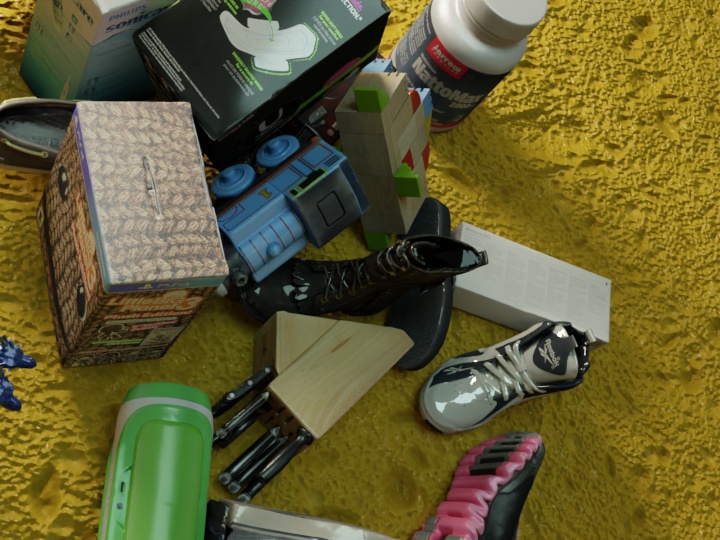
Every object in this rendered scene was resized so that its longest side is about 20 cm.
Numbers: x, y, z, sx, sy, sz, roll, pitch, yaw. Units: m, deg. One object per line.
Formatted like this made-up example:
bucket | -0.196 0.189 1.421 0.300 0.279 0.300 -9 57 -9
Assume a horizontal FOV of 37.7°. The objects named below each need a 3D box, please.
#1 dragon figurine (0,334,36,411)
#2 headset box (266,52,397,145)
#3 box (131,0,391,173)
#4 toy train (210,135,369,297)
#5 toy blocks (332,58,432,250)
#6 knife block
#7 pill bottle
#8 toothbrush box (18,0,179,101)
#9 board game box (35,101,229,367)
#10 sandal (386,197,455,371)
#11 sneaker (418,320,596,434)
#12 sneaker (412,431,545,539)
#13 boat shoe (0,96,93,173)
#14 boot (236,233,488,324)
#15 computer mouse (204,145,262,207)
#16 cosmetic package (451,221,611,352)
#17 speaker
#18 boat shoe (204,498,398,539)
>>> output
dragon figurine | -0.356 0.052 0.858 0.200 0.099 0.059 34 55 -9
headset box | -0.083 -0.226 1.147 0.200 0.075 0.149 42 56 -4
box | -0.091 -0.209 0.990 0.200 0.149 0.124 -37 88 -7
toy train | -0.093 -0.051 1.002 0.200 0.114 0.087 -38 130 -13
toy blocks | 0.035 -0.141 1.115 0.100 0.201 0.137 6 43 23
knife block | -0.047 0.134 1.000 0.199 0.064 0.176 9 63 -24
pill bottle | 0.117 -0.255 1.188 0.119 0.200 0.120 11 62 -22
toothbrush box | -0.227 -0.236 1.001 0.146 0.200 0.085 -33 83 -34
board game box | -0.205 -0.026 0.913 0.096 0.200 0.160 -5 68 -29
sandal | 0.075 0.014 1.118 0.043 0.076 0.201 33 53 -37
sneaker | 0.161 0.101 1.083 0.198 0.130 0.080 -9 70 -30
sneaker | 0.129 0.245 1.045 0.200 0.079 0.096 -46 113 -35
boat shoe | -0.245 -0.122 0.969 0.199 0.059 0.072 2 77 -28
boot | 0.000 0.000 1.012 0.199 0.174 0.070 -3 78 -33
computer mouse | -0.196 -0.111 1.053 0.199 0.044 0.110 13 73 -25
cosmetic package | 0.184 0.022 1.181 0.199 0.051 0.083 21 61 -17
speaker | -0.173 0.201 0.891 0.088 0.088 0.201 13 62 -21
boat shoe | -0.053 0.266 0.940 0.199 0.075 0.093 17 78 -21
